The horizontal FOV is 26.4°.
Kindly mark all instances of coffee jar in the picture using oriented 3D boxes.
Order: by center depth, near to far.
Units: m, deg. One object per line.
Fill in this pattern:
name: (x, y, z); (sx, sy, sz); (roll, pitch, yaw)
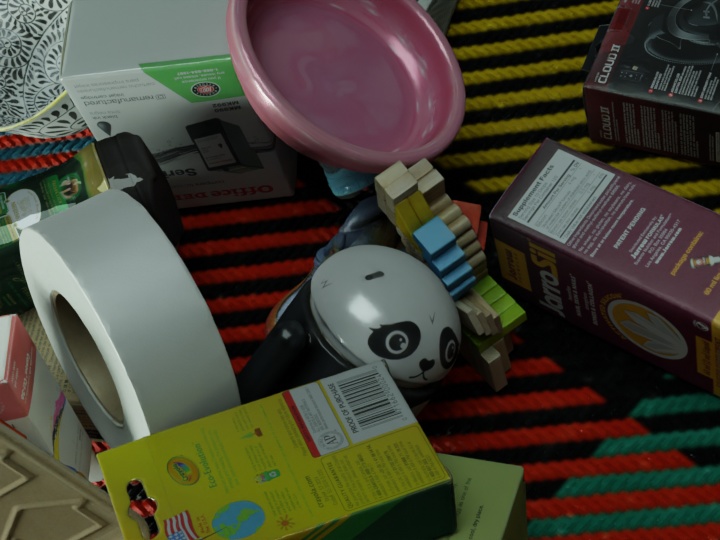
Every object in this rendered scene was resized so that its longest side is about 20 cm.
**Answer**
coffee jar: (-0.241, -0.029, 1.186); (0.200, 0.104, 0.085); (-23, 58, -3)

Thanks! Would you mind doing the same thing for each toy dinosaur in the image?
toy dinosaur: (0.000, 0.000, 1.239); (0.181, 0.105, 0.200); (-31, 21, 5)

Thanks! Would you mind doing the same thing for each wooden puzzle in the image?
wooden puzzle: (-0.277, 0.166, 1.080); (0.185, 0.200, 0.046); (-30, 35, 22)

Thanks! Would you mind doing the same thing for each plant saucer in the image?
plant saucer: (-0.016, -0.152, 1.164); (0.200, 0.051, 0.201); (17, 52, -24)

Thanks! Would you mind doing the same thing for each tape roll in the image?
tape roll: (-0.162, 0.047, 1.077); (0.071, 0.203, 0.202); (-28, 54, -22)

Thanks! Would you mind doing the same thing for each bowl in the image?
bowl: (-0.255, -0.189, 1.374); (0.201, 0.094, 0.201); (-21, 51, 28)

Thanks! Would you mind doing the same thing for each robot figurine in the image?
robot figurine: (-0.011, 0.075, 1.109); (0.125, 0.200, 0.150); (36, 28, 0)

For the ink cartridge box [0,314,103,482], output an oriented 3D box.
ink cartridge box: (-0.270, 0.128, 1.119); (0.116, 0.200, 0.068); (-12, 47, 7)

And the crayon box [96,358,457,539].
crayon box: (-0.055, 0.139, 0.971); (0.200, 0.051, 0.127); (-16, 39, -12)

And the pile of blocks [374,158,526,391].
pile of blocks: (0.081, -0.004, 1.136); (0.062, 0.200, 0.082); (-36, 31, -11)

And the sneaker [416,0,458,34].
sneaker: (0.037, -0.231, 1.356); (0.079, 0.078, 0.200); (10, 50, 14)

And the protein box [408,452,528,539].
protein box: (-0.009, 0.227, 1.003); (0.200, 0.135, 0.199); (7, 41, 18)

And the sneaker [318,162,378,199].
sneaker: (-0.019, -0.143, 1.274); (0.079, 0.096, 0.200); (-28, 30, 2)

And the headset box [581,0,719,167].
headset box: (0.282, -0.168, 1.254); (0.200, 0.077, 0.149); (13, 61, 22)

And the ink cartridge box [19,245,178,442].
ink cartridge box: (-0.250, 0.037, 1.254); (0.165, 0.075, 0.200); (0, 59, 15)

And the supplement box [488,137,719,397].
supplement box: (0.205, -0.002, 1.145); (0.200, 0.110, 0.086); (27, 67, 28)

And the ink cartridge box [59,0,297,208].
ink cartridge box: (-0.142, -0.138, 1.266); (0.146, 0.200, 0.084); (-5, 59, 11)
